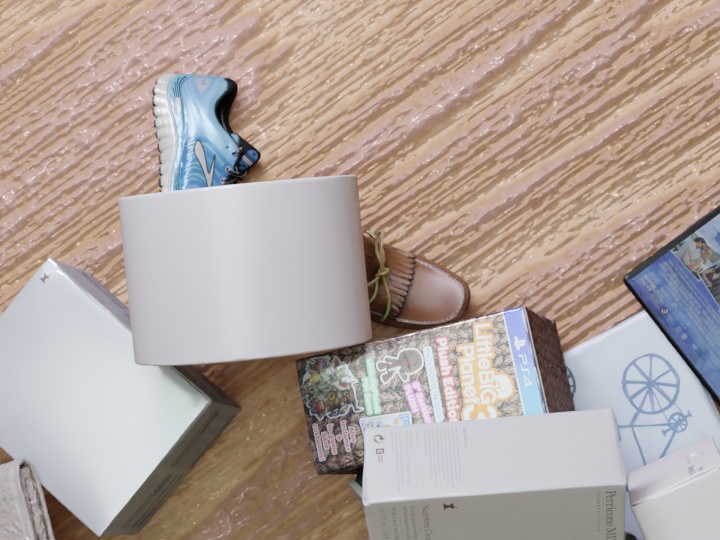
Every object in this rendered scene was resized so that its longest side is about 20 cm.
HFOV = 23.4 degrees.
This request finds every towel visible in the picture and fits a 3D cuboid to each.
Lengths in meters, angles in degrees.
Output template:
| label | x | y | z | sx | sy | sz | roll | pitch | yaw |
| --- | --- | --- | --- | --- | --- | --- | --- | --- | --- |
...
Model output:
| label | x | y | z | sx | sy | sz | roll | pitch | yaw |
| --- | --- | --- | --- | --- | --- | --- | --- | --- | --- |
| towel | -0.315 | 0.273 | 1.508 | 0.132 | 0.034 | 0.201 | -18 | 86 | 29 |

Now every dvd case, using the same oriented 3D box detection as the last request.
| label | x | y | z | sx | sy | sz | roll | pitch | yaw |
| --- | --- | --- | --- | --- | --- | --- | --- | --- | --- |
| dvd case | 0.348 | 0.004 | 1.499 | 0.200 | 0.018 | 0.143 | -36 | 77 | -3 |

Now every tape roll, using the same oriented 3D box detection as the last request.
| label | x | y | z | sx | sy | sz | roll | pitch | yaw |
| --- | --- | --- | --- | --- | --- | --- | --- | --- | --- |
| tape roll | -0.094 | -0.001 | 1.437 | 0.202 | 0.203 | 0.140 | -6 | 92 | 9 |

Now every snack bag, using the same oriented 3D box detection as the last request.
| label | x | y | z | sx | sy | sz | roll | pitch | yaw |
| --- | --- | --- | --- | --- | --- | --- | --- | --- | --- |
| snack bag | 0.217 | 0.155 | 1.513 | 0.199 | 0.021 | 0.189 | -27 | 78 | 9 |

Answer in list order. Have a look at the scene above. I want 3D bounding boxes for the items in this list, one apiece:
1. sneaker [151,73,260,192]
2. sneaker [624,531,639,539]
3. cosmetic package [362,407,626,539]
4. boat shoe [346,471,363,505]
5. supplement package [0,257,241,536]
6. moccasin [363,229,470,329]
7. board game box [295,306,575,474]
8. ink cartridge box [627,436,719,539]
| label | x | y | z | sx | sy | sz | roll | pitch | yaw |
| --- | --- | --- | --- | --- | --- | --- | --- | --- | --- |
| sneaker | -0.135 | -0.088 | 1.580 | 0.090 | 0.078 | 0.201 | -8 | 81 | 5 |
| sneaker | 0.233 | 0.301 | 1.464 | 0.078 | 0.089 | 0.201 | -19 | 100 | -4 |
| cosmetic package | 0.106 | 0.178 | 1.359 | 0.199 | 0.113 | 0.081 | -5 | 44 | 5 |
| boat shoe | 0.076 | 0.223 | 1.476 | 0.200 | 0.074 | 0.060 | 39 | 89 | -13 |
| supplement package | -0.239 | 0.115 | 1.554 | 0.200 | 0.111 | 0.156 | 40 | 90 | 13 |
| moccasin | 0.001 | -0.002 | 1.543 | 0.201 | 0.078 | 0.074 | 25 | 86 | 12 |
| board game box | 0.067 | 0.105 | 1.463 | 0.199 | 0.159 | 0.097 | -14 | 80 | 14 |
| ink cartridge box | 0.293 | 0.250 | 1.406 | 0.084 | 0.145 | 0.201 | -25 | 90 | 8 |
